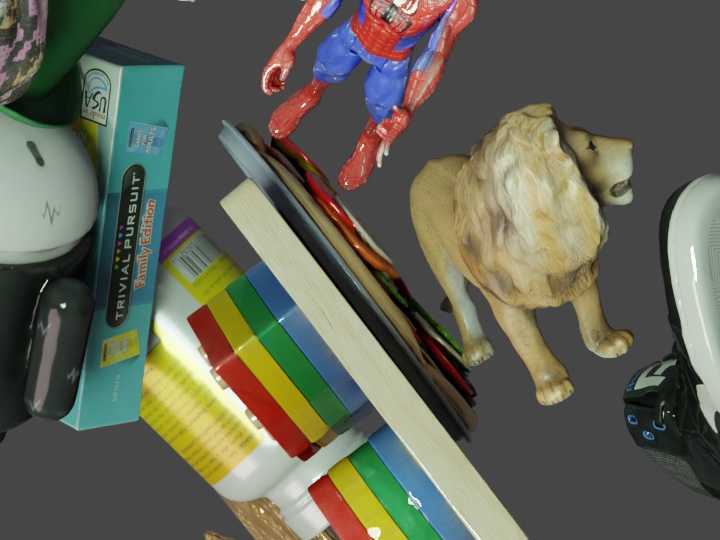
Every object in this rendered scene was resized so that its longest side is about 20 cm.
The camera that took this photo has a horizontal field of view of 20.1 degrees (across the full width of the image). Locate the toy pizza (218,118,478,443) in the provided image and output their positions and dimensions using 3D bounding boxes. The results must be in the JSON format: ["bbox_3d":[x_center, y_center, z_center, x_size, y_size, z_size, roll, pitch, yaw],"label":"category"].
[{"bbox_3d":[0.000,0.000,1.002,0.200,0.032,0.200,53,178,3],"label":"toy pizza"}]

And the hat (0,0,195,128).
[{"bbox_3d":[-0.125,-0.177,0.965,0.200,0.176,0.166,50,-162,-12],"label":"hat"}]

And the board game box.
[{"bbox_3d":[-0.174,-0.032,1.123,0.151,0.047,0.201,22,110,40],"label":"board game box"}]

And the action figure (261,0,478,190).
[{"bbox_3d":[-0.006,-0.076,0.866,0.065,0.099,0.200,35,154,0],"label":"action figure"}]

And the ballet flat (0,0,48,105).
[{"bbox_3d":[-0.161,-0.169,0.862,0.069,0.201,0.071,7,-177,12],"label":"ballet flat"}]

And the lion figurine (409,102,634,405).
[{"bbox_3d":[0.058,-0.017,0.887,0.123,0.072,0.200,63,161,-17],"label":"lion figurine"}]

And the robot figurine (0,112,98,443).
[{"bbox_3d":[-0.206,0.004,1.034,0.150,0.125,0.200,16,117,-7],"label":"robot figurine"}]

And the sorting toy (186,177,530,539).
[{"bbox_3d":[-0.006,0.073,0.957,0.200,0.070,0.199,52,178,11],"label":"sorting toy"}]

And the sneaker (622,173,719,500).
[{"bbox_3d":[0.143,0.040,0.846,0.112,0.073,0.200,11,142,49],"label":"sneaker"}]

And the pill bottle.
[{"bbox_3d":[-0.078,0.064,1.197,0.200,0.104,0.104,45,156,-2],"label":"pill bottle"}]
